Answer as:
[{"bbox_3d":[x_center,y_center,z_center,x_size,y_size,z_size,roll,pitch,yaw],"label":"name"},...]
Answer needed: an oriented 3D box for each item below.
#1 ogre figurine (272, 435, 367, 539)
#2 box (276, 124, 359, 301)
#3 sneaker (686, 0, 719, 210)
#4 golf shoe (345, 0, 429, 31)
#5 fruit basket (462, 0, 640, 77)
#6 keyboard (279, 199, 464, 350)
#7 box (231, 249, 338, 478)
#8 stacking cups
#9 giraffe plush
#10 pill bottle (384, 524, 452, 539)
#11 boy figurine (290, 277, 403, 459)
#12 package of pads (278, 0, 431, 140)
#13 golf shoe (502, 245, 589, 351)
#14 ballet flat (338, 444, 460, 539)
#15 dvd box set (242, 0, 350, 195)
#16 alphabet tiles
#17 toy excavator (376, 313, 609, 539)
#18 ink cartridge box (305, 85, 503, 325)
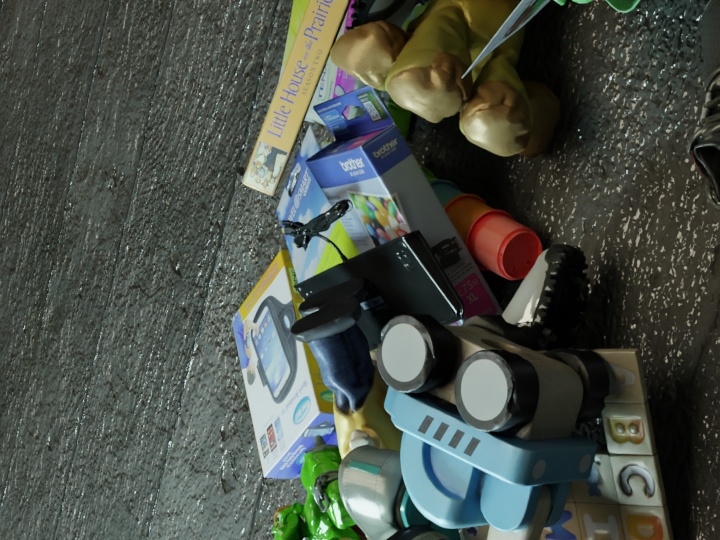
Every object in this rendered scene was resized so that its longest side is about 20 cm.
[{"bbox_3d":[-0.015,0.225,1.214,0.098,0.201,0.120,-28,34,4],"label":"ogre figurine"},{"bbox_3d":[-0.016,-0.014,1.297,0.122,0.047,0.201,116,145,-45],"label":"box"},{"bbox_3d":[0.228,-0.085,0.864,0.077,0.081,0.201,-45,48,48],"label":"sneaker"},{"bbox_3d":[0.051,-0.237,1.178,0.078,0.094,0.201,-94,26,-69],"label":"golf shoe"},{"bbox_3d":[0.159,-0.208,0.914,0.185,0.094,0.200,-49,1,44],"label":"fruit basket"},{"bbox_3d":[0.000,0.000,1.139,0.127,0.021,0.200,54,152,-7],"label":"keyboard"},{"bbox_3d":[-0.064,0.096,1.381,0.119,0.041,0.201,-52,41,43],"label":"box"},{"bbox_3d":[0.067,-0.044,1.158,0.200,0.060,0.061,28,109,57],"label":"stacking cups"},{"bbox_3d":[0.092,-0.191,1.084,0.163,0.172,0.200,-63,0,14],"label":"giraffe plush"},{"bbox_3d":[0.088,0.259,0.968,0.199,0.112,0.113,29,111,32],"label":"pill bottle"},{"bbox_3d":[0.012,0.113,1.130,0.124,0.064,0.201,-70,-43,-67],"label":"boy figurine"},{"bbox_3d":[-0.003,-0.222,1.303,0.154,0.068,0.202,24,105,58],"label":"package of pads"},{"bbox_3d":[0.091,0.065,1.041,0.094,0.078,0.201,30,111,27],"label":"golf shoe"},{"bbox_3d":[0.028,0.182,1.083,0.063,0.200,0.068,12,60,23],"label":"ballet flat"},{"bbox_3d":[-0.034,-0.175,1.136,0.147,0.029,0.201,-73,6,-56],"label":"dvd box set"},{"bbox_3d":[0.127,0.150,0.977,0.166,0.008,0.202,-5,101,42],"label":"alphabet tiles"},{"bbox_3d":[0.088,0.144,0.908,0.194,0.100,0.201,23,105,40],"label":"toy excavator"},{"bbox_3d":[0.024,-0.039,1.132,0.201,0.042,0.119,62,160,-10],"label":"ink cartridge box"}]
